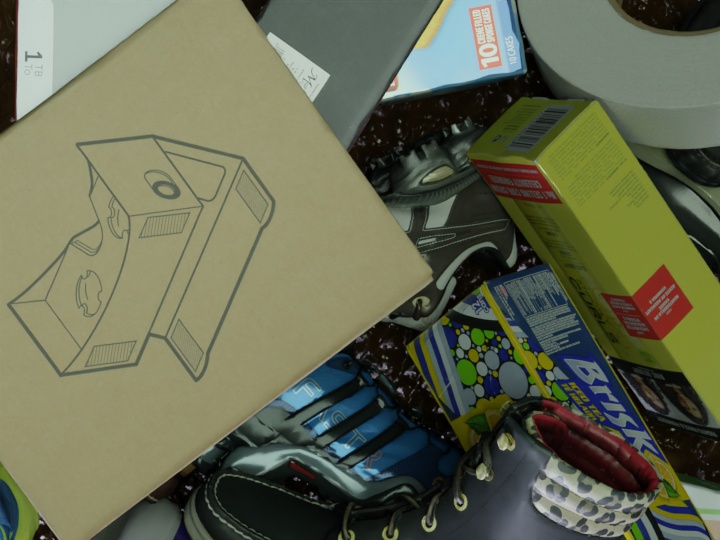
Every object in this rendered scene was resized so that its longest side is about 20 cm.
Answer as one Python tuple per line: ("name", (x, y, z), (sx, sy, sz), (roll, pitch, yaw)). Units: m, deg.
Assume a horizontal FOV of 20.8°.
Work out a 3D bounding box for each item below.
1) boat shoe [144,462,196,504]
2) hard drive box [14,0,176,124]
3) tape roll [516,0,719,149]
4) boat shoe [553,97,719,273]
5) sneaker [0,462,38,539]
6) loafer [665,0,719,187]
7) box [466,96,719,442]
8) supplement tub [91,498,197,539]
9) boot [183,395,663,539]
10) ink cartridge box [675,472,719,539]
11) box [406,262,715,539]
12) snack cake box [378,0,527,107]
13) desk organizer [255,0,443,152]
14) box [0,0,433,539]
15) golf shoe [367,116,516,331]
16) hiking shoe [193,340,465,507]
("boat shoe", (-0.172, 0.058, 0.988), (0.200, 0.070, 0.070), (38, 78, 21))
("hard drive box", (-0.128, -0.064, 0.949), (0.076, 0.200, 0.157), (1, 91, -9))
("tape roll", (0.180, -0.153, 1.014), (0.202, 0.203, 0.037), (-38, 140, -6))
("boat shoe", (0.189, -0.041, 1.073), (0.201, 0.063, 0.074), (35, 56, -10))
("sneaker", (-0.244, 0.081, 0.982), (0.199, 0.105, 0.076), (36, 86, -9))
("loafer", (0.222, -0.135, 1.042), (0.073, 0.072, 0.201), (32, 70, -14))
("box", (0.141, 0.000, 1.031), (0.050, 0.075, 0.200), (-43, 114, -16))
("supplement tub", (-0.075, 0.226, 0.993), (0.200, 0.145, 0.146), (40, 85, -8))
("boot", (0.031, 0.113, 0.953), (0.203, 0.074, 0.154), (27, 120, -6))
("ink cartridge box", (0.180, 0.168, 1.076), (0.198, 0.059, 0.105), (15, 90, -9))
("box", (0.110, 0.102, 1.011), (0.064, 0.070, 0.201), (-15, 70, -47))
("snack cake box", (0.009, -0.189, 1.035), (0.114, 0.067, 0.202), (-12, 93, -9))
("desk organizer", (-0.007, -0.128, 0.962), (0.071, 0.077, 0.201), (32, 87, -8))
("box", (-0.094, -0.004, 0.844), (0.199, 0.021, 0.164), (-37, 98, -6))
("golf shoe", (0.000, 0.000, 1.022), (0.199, 0.078, 0.095), (-28, 100, -17))
("hiking shoe", (0.001, 0.082, 1.037), (0.198, 0.074, 0.087), (14, 90, -9))
